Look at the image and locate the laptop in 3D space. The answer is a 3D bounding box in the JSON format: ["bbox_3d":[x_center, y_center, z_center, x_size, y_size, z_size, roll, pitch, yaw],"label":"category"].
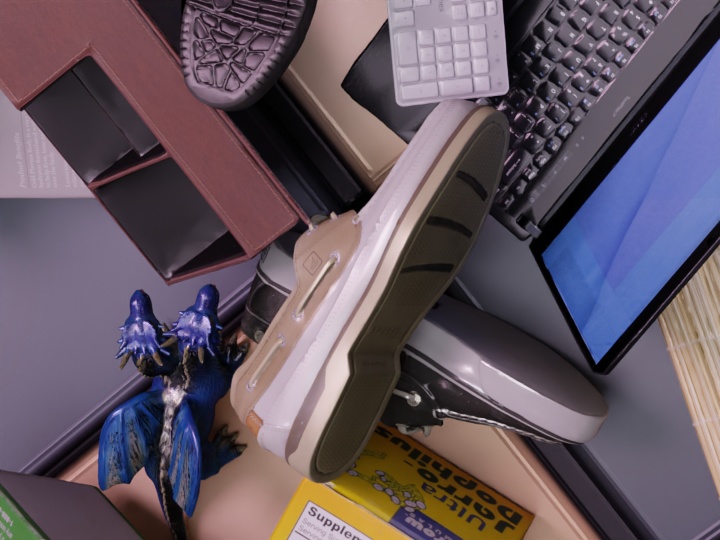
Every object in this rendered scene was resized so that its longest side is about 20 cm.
[{"bbox_3d":[0.103,-0.086,1.206,0.200,0.103,0.177,41,110,4],"label":"laptop"}]

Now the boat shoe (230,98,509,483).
[{"bbox_3d":[0.000,0.000,1.211,0.068,0.075,0.201,31,95,28],"label":"boat shoe"}]

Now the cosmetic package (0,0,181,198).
[{"bbox_3d":[-0.198,-0.094,1.304,0.199,0.090,0.107,3,104,19],"label":"cosmetic package"}]

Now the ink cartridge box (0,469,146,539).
[{"bbox_3d":[-0.174,0.227,1.299,0.147,0.083,0.201,39,109,44],"label":"ink cartridge box"}]

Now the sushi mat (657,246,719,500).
[{"bbox_3d":[0.212,0.068,1.257,0.095,0.012,0.201,-18,97,19],"label":"sushi mat"}]

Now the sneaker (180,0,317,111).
[{"bbox_3d":[-0.026,-0.167,1.198,0.060,0.104,0.201,15,89,18],"label":"sneaker"}]

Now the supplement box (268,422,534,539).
[{"bbox_3d":[-0.011,0.195,1.302,0.109,0.110,0.201,32,110,7],"label":"supplement box"}]

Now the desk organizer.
[{"bbox_3d":[-0.119,-0.082,1.205,0.077,0.072,0.200,-39,107,-1],"label":"desk organizer"}]

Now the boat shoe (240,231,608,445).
[{"bbox_3d":[0.031,0.048,1.280,0.199,0.071,0.064,27,108,18],"label":"boat shoe"}]

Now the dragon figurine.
[{"bbox_3d":[-0.101,0.089,1.307,0.059,0.099,0.201,15,111,13],"label":"dragon figurine"}]

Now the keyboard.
[{"bbox_3d":[0.035,-0.179,1.190,0.056,0.011,0.201,-8,106,-10],"label":"keyboard"}]
